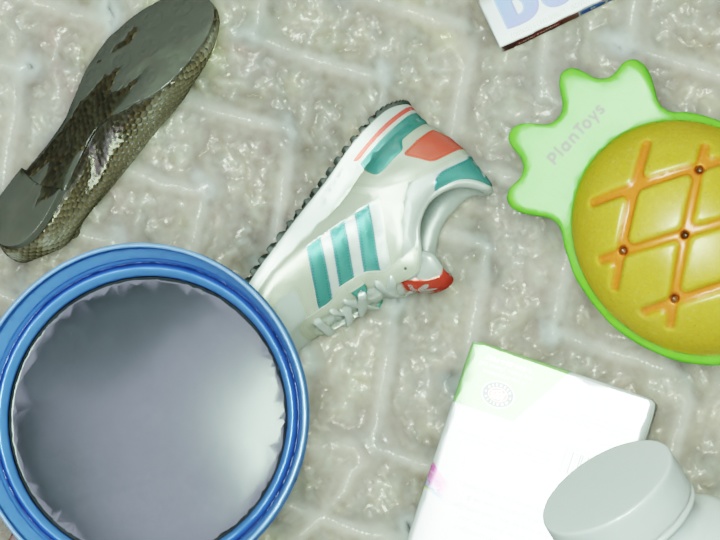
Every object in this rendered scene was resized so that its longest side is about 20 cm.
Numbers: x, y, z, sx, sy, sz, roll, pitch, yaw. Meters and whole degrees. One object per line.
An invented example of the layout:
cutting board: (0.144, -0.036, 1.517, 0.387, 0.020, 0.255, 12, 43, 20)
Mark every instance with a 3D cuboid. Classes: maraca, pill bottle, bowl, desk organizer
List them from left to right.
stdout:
bowl: (-0.127, 0.086, 1.689, 0.200, 0.039, 0.201, -1, 83, 7)
desk organizer: (-0.107, 0.182, 1.732, 0.200, 0.072, 0.077, 28, 87, 8)
maraca: (0.177, -0.033, 1.694, 0.200, 0.107, 0.137, 43, 92, 9)
pill bottle: (0.186, 0.198, 1.635, 0.111, 0.111, 0.200, -31, 110, 4)

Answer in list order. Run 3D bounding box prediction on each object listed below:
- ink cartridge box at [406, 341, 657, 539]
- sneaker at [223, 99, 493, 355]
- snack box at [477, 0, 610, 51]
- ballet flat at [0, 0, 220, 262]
ink cartridge box: (0.091, 0.155, 1.710, 0.117, 0.067, 0.200, 19, 87, 7)
sneaker: (0.000, 0.000, 1.731, 0.093, 0.070, 0.200, 35, 88, 14)
snack box: (0.161, -0.208, 1.751, 0.200, 0.024, 0.072, -25, 84, 4)
ballet flat: (-0.152, -0.085, 1.775, 0.067, 0.046, 0.200, 33, 84, 39)
